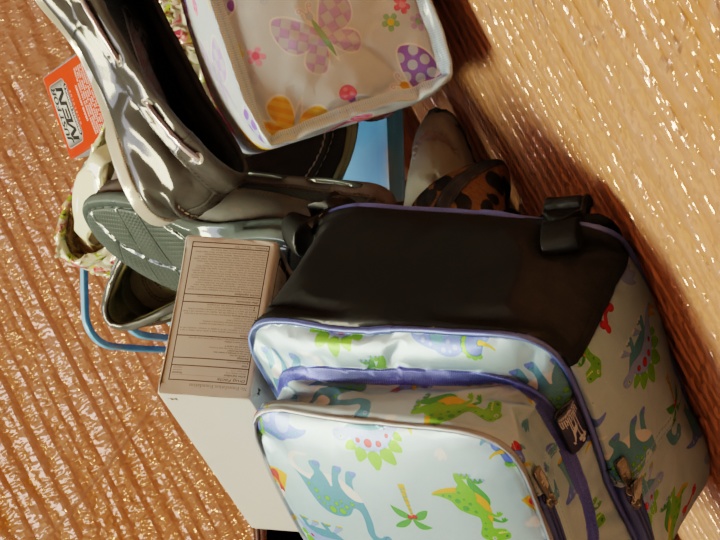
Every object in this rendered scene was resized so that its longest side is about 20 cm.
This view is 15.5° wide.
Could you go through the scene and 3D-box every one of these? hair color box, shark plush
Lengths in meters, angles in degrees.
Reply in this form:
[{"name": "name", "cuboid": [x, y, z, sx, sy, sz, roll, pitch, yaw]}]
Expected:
[{"name": "hair color box", "cuboid": [-0.104, -0.134, 1.637, 0.200, 0.101, 0.061, -25, 84, 54]}, {"name": "shark plush", "cuboid": [0.067, 0.011, 1.456, 0.083, 0.091, 0.200, -91, -22, -54]}]

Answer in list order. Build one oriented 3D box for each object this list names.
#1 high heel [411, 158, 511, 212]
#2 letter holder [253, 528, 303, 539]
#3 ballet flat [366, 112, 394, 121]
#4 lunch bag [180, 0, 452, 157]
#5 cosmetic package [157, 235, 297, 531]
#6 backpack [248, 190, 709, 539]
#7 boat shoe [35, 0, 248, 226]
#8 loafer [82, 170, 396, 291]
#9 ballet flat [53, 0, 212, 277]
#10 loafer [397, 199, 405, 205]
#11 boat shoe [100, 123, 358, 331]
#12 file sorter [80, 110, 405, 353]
[{"name": "high heel", "cuboid": [0.053, 0.040, 1.388, 0.071, 0.143, 0.200, 23, 154, 26]}, {"name": "letter holder", "cuboid": [-0.014, 0.145, 1.510, 0.142, 0.100, 0.201, -93, 3, -62]}, {"name": "ballet flat", "cuboid": [-0.032, -0.155, 1.480, 0.200, 0.069, 0.071, 46, -176, 22]}, {"name": "lunch bag", "cuboid": [-0.045, -0.164, 1.312, 0.170, 0.127, 0.201, -168, 61, -82]}, {"name": "cosmetic package", "cuboid": [-0.047, 0.061, 1.314, 0.200, 0.050, 0.083, 65, -147, -64]}, {"name": "backpack", "cuboid": [0.054, 0.081, 1.212, 0.182, 0.147, 0.200, 2, 137, 35]}, {"name": "boat shoe", "cuboid": [-0.114, -0.121, 1.314, 0.067, 0.057, 0.201, -31, -83, -60]}, {"name": "loafer", "cuboid": [-0.061, -0.024, 1.372, 0.200, 0.063, 0.072, 12, 142, 44]}, {"name": "ballet flat", "cuboid": [-0.126, -0.078, 1.531, 0.076, 0.064, 0.201, 36, 119, 30]}, {"name": "loafer", "cuboid": [0.000, 0.000, 1.469, 0.067, 0.200, 0.076, 6, 106, 33]}, {"name": "boat shoe", "cuboid": [-0.075, -0.030, 1.451, 0.072, 0.201, 0.066, 45, -145, 1]}, {"name": "file sorter", "cuboid": [-0.076, -0.026, 1.621, 0.200, 0.122, 0.139, -16, 72, 55]}]
